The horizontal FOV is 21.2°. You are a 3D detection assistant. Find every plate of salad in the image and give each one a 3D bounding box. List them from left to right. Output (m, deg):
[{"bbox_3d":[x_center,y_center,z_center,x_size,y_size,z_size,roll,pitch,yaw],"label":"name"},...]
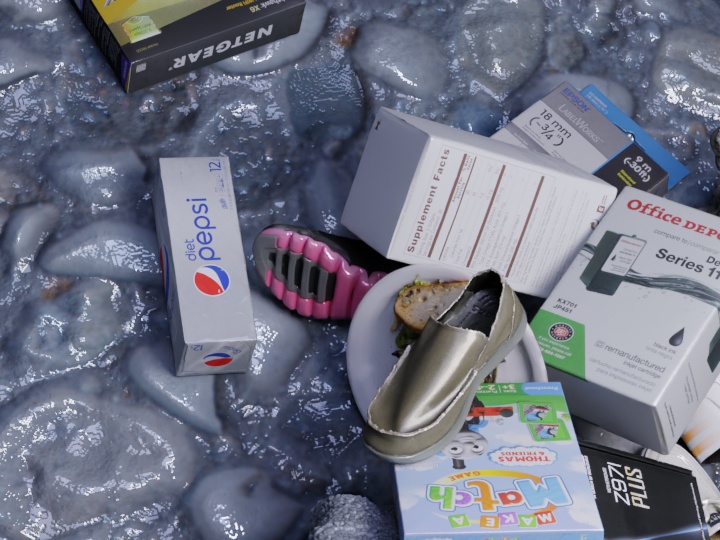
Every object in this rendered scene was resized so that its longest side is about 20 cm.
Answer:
[{"bbox_3d":[0.068,0.093,1.654,0.200,0.200,0.048,42,32,14],"label":"plate of salad"}]

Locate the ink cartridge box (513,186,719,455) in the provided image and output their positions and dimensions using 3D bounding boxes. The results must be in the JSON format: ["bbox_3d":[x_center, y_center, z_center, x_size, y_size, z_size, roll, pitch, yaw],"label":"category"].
[{"bbox_3d":[0.248,0.039,1.669,0.147,0.083,0.200,21,62,31],"label":"ink cartridge box"}]

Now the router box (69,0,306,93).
[{"bbox_3d":[-0.179,-0.279,1.915,0.200,0.052,0.157,-23,66,-24],"label":"router box"}]

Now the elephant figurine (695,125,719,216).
[{"bbox_3d":[0.399,-0.071,1.823,0.155,0.200,0.142,-36,71,-29],"label":"elephant figurine"}]

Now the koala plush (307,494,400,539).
[{"bbox_3d":[0.066,0.243,1.534,0.200,0.184,0.177,-9,61,3],"label":"koala plush"}]

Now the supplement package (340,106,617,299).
[{"bbox_3d":[0.105,-0.058,1.722,0.200,0.117,0.117,14,12,-26],"label":"supplement package"}]

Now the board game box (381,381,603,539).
[{"bbox_3d":[0.098,0.156,1.505,0.151,0.037,0.200,-1,31,-5],"label":"board game box"}]

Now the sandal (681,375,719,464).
[{"bbox_3d":[0.340,0.157,1.739,0.207,0.079,0.059,43,57,13],"label":"sandal"}]

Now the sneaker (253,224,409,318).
[{"bbox_3d":[0.000,0.000,1.770,0.200,0.079,0.095,20,34,0],"label":"sneaker"}]

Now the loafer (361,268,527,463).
[{"bbox_3d":[0.062,0.070,1.522,0.075,0.070,0.200,16,49,28],"label":"loafer"}]

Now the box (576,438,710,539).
[{"bbox_3d":[0.216,0.257,1.604,0.164,0.086,0.200,18,51,-36],"label":"box"}]

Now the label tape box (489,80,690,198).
[{"bbox_3d":[0.222,-0.109,1.891,0.200,0.063,0.144,-37,73,-29],"label":"label tape box"}]

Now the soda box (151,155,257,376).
[{"bbox_3d":[-0.144,-0.006,1.744,0.068,0.063,0.200,-3,59,-16],"label":"soda box"}]

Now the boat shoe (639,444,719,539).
[{"bbox_3d":[0.307,0.230,1.691,0.071,0.070,0.200,-12,62,-19],"label":"boat shoe"}]
